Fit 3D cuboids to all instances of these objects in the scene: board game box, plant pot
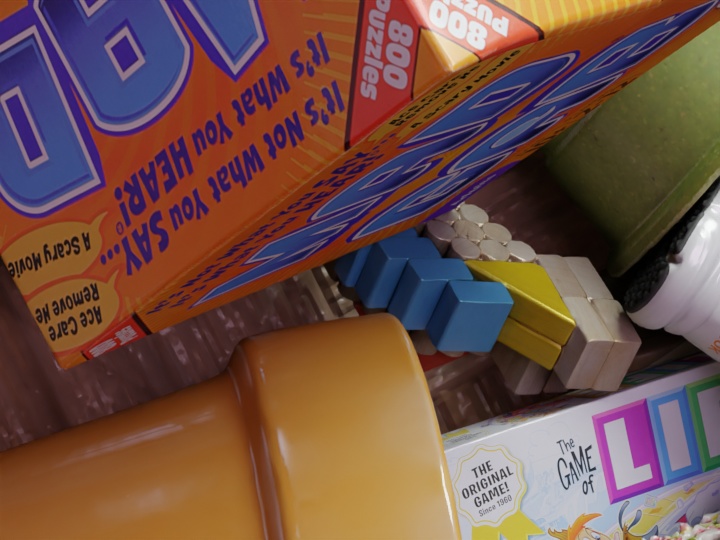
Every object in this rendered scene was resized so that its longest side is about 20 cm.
[{"bbox_3d":[0.120,0.102,1.064,0.199,0.034,0.135,-17,97,-24],"label":"board game box"},{"bbox_3d":[0.084,-0.134,1.074,0.190,0.200,0.200,39,71,1],"label":"plant pot"},{"bbox_3d":[-0.018,-0.123,0.909,0.199,0.200,0.201,-22,81,-46],"label":"board game box"},{"bbox_3d":[-0.065,0.126,0.973,0.182,0.200,0.202,-8,86,-7],"label":"plant pot"}]

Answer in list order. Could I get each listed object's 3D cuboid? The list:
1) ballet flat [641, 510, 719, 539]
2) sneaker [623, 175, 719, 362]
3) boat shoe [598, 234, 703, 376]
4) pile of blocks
[{"bbox_3d":[0.124,0.120,1.013,0.199,0.064,0.076,-19,99,-24],"label":"ballet flat"},{"bbox_3d":[0.160,-0.017,1.076,0.080,0.074,0.200,36,39,1],"label":"sneaker"},{"bbox_3d":[0.166,0.005,1.142,0.199,0.072,0.065,-30,131,-22],"label":"boat shoe"},{"bbox_3d":[0.000,0.000,1.044,0.199,0.062,0.082,33,35,13],"label":"pile of blocks"}]
